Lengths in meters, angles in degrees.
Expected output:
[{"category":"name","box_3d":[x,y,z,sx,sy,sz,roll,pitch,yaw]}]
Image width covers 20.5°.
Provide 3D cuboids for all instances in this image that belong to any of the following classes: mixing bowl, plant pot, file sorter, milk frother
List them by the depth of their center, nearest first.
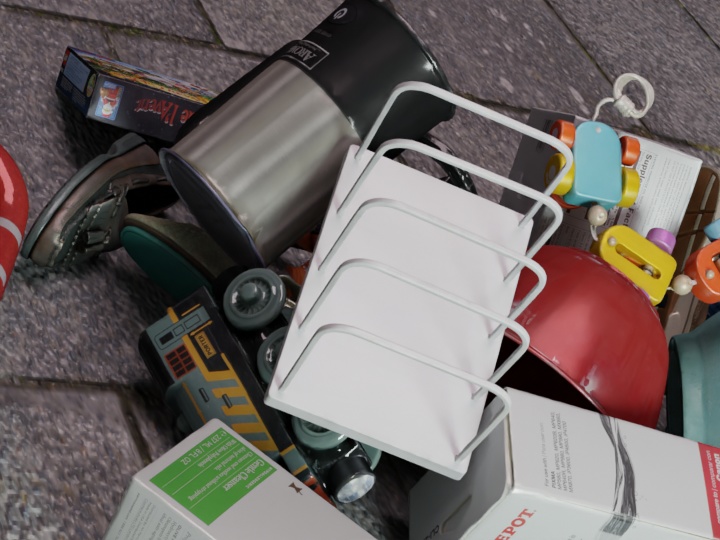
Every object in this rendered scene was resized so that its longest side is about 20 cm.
[{"category":"file sorter","box_3d":[0.044,0.001,1.272,0.138,0.125,0.201,22,59,-7]},{"category":"mixing bowl","box_3d":[0.148,0.055,1.437,0.200,0.200,0.109,37,71,14]},{"category":"milk frother","box_3d":[-0.022,-0.066,1.453,0.201,0.188,0.180,53,-12,-13]},{"category":"plant pot","box_3d":[0.313,0.110,1.580,0.133,0.202,0.201,-1,31,3]}]

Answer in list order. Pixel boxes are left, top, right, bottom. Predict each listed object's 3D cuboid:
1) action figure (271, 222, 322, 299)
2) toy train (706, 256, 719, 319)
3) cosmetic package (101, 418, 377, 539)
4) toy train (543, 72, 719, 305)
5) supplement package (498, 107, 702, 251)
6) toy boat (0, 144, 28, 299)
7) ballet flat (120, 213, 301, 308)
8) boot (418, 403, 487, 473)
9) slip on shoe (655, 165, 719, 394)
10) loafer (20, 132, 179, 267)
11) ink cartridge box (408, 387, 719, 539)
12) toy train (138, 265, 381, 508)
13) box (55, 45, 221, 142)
[{"category":"action figure","box_3d":[0.000,0.000,1.542,0.192,0.105,0.200,5,29,-15]},{"category":"toy train","box_3d":[0.278,0.013,1.750,0.200,0.115,0.086,45,29,25]},{"category":"cosmetic package","box_3d":[-0.051,0.194,1.212,0.199,0.085,0.108,34,28,12]},{"category":"toy train","box_3d":[0.217,-0.041,1.508,0.150,0.056,0.201,-32,86,-30]},{"category":"supplement package","box_3d":[0.182,-0.042,1.630,0.110,0.157,0.200,19,5,-7]},{"category":"toy boat","box_3d":[-0.285,-0.047,1.337,0.130,0.131,0.201,23,30,-11]},{"category":"ballet flat","box_3d":[-0.088,0.016,1.473,0.200,0.068,0.062,40,59,5]},{"category":"boot","box_3d":[0.031,0.083,1.390,0.201,0.070,0.146,53,4,9]},{"category":"slip on shoe","box_3d":[0.268,0.012,1.671,0.076,0.202,0.060,16,-1,45]},{"category":"loafer","box_3d":[-0.187,-0.048,1.491,0.063,0.072,0.200,35,27,0]},{"category":"ink cartridge box","box_3d":[0.148,0.171,1.344,0.198,0.144,0.084,16,48,-22]},{"category":"toy train","box_3d":[-0.068,0.088,1.344,0.201,0.113,0.085,57,-1,32]},{"category":"box","box_3d":[-0.141,-0.129,1.638,0.198,0.038,0.137,15,9,-23]}]
